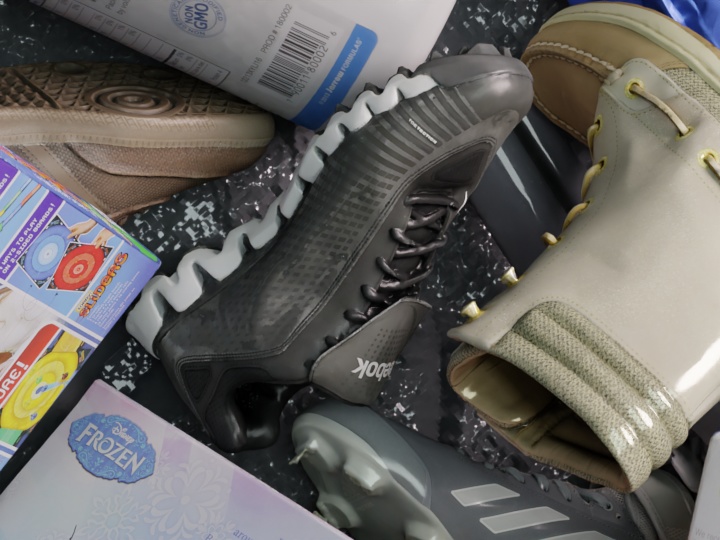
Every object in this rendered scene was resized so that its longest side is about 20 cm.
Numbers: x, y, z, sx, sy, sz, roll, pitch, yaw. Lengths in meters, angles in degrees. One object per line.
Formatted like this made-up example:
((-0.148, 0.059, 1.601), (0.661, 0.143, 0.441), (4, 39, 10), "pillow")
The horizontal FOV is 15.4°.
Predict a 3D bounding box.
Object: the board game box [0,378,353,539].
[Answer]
((-0.090, 0.159, 0.947), (0.199, 0.200, 0.043), (-51, 136, -12), "board game box")

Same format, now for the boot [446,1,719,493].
((0.086, -0.012, 0.972), (0.155, 0.200, 0.072), (-40, 132, -13), "boot")

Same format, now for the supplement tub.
((-0.062, -0.144, 1.007), (0.199, 0.132, 0.132), (25, 80, -11), "supplement tub")

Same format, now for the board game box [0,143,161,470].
((-0.169, 0.048, 0.941), (0.034, 0.135, 0.200), (38, 89, 27), "board game box")

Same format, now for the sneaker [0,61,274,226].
((-0.132, -0.034, 1.023), (0.199, 0.070, 0.076), (-3, 113, -18), "sneaker")

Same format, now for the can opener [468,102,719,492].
((0.104, -0.002, 1.062), (0.200, 0.067, 0.053), (57, 42, -2), "can opener")

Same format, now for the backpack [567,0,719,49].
((0.181, -0.150, 1.051), (0.200, 0.168, 0.163), (-28, 85, -13), "backpack")

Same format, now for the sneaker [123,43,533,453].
((0.000, 0.000, 0.985), (0.066, 0.200, 0.091), (6, 51, -53), "sneaker")

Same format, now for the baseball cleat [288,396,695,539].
((0.065, 0.100, 1.058), (0.200, 0.070, 0.107), (43, 63, -11), "baseball cleat")

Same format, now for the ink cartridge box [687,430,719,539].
((0.172, 0.094, 0.992), (0.047, 0.197, 0.201), (16, 103, 28), "ink cartridge box")
